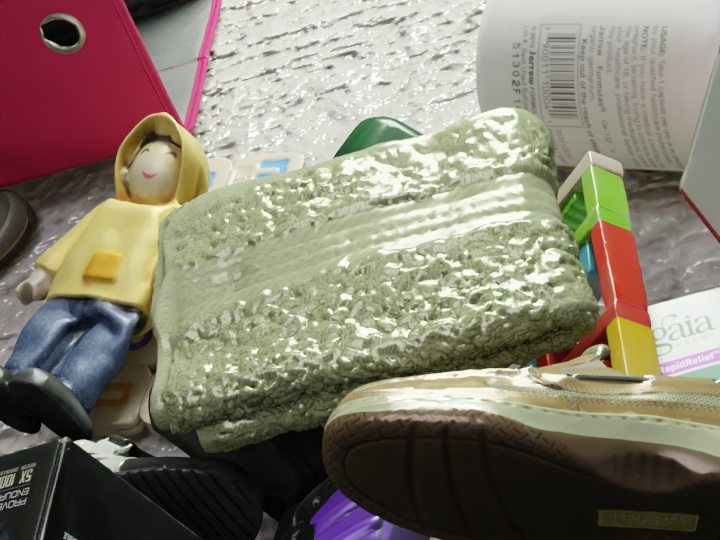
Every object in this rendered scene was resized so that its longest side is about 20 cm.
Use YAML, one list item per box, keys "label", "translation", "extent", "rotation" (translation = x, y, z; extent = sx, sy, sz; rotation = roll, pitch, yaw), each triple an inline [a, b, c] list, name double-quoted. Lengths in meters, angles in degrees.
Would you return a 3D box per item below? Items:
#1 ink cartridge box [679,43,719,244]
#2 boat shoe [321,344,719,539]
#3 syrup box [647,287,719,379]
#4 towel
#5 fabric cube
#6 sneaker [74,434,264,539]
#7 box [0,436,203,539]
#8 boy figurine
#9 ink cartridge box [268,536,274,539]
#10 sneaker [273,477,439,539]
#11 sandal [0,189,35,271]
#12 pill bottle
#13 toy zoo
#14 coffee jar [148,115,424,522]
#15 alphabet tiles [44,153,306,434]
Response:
- label: "ink cartridge box"
  translation: [0.263, -0.035, 0.724]
  extent: [0.198, 0.084, 0.145]
  rotation: [-5, 38, -19]
- label: "boat shoe"
  translation: [0.085, 0.064, 0.648]
  extent: [0.198, 0.072, 0.077]
  rotation: [8, 44, -1]
- label: "syrup box"
  translation: [0.172, 0.102, 0.699]
  extent: [0.078, 0.082, 0.201]
  rotation: [-15, 45, 11]
- label: "towel"
  translation: [0.000, 0.000, 0.757]
  extent: [0.198, 0.037, 0.149]
  rotation: [-14, 45, 5]
- label: "fabric cube"
  translation: [-0.223, -0.190, 1.083]
  extent: [0.197, 0.197, 0.201]
  rotation: [-13, 36, 13]
- label: "sneaker"
  translation: [-0.122, 0.111, 0.826]
  extent: [0.199, 0.074, 0.089]
  rotation: [-18, 28, 33]
- label: "box"
  translation: [-0.155, 0.164, 0.711]
  extent: [0.198, 0.164, 0.087]
  rotation: [-16, 48, 29]
- label: "boy figurine"
  translation: [-0.132, -0.001, 0.926]
  extent: [0.123, 0.065, 0.201]
  rotation: [7, 56, 35]
- label: "ink cartridge box"
  translation: [-0.032, 0.200, 0.746]
  extent: [0.199, 0.050, 0.163]
  rotation: [-32, 41, 14]
- label: "sneaker"
  translation: [0.000, 0.140, 0.689]
  extent: [0.099, 0.070, 0.201]
  rotation: [-1, 45, 35]
- label: "sandal"
  translation: [-0.293, 0.009, 1.045]
  extent: [0.199, 0.055, 0.082]
  rotation: [-38, 43, -12]
- label: "pill bottle"
  translation: [0.171, -0.108, 0.880]
  extent: [0.198, 0.115, 0.115]
  rotation: [5, 51, 31]
- label: "toy zoo"
  translation: [0.090, 0.058, 0.766]
  extent: [0.201, 0.020, 0.132]
  rotation: [-92, 27, -45]
- label: "coffee jar"
  translation: [-0.015, 0.024, 0.845]
  extent: [0.104, 0.086, 0.200]
  rotation: [33, 66, 11]
- label: "alphabet tiles"
  translation: [-0.097, 0.011, 0.965]
  extent: [0.194, 0.015, 0.201]
  rotation: [-4, 47, 24]
